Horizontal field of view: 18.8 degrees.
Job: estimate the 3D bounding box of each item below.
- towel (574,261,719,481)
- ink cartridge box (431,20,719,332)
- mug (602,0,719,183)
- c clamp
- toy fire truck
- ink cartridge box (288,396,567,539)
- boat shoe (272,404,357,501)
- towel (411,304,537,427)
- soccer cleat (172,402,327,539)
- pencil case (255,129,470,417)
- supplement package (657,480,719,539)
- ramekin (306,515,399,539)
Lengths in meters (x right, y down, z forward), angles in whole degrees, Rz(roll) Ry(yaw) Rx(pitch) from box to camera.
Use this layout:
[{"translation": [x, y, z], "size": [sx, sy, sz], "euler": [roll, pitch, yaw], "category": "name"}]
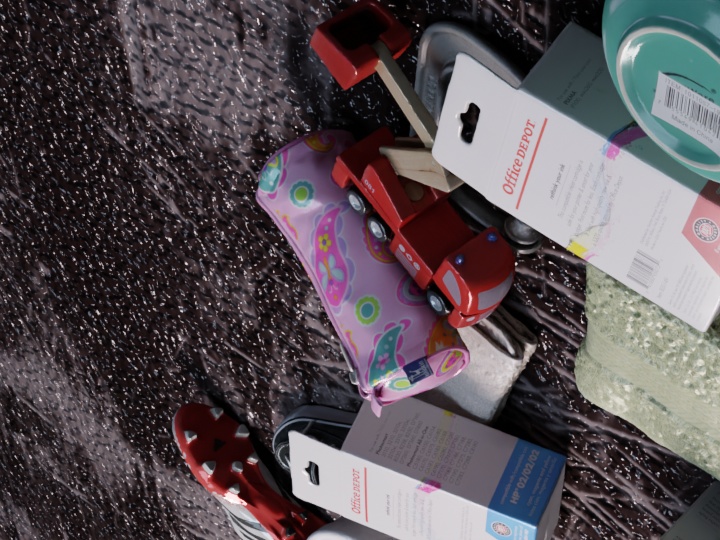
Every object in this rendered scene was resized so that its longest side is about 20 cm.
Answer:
[{"translation": [0.222, 0.076, 1.406], "size": [0.200, 0.036, 0.149], "euler": [34, 148, 26], "category": "towel"}, {"translation": [0.146, -0.065, 1.280], "size": [0.200, 0.068, 0.117], "euler": [32, 149, 11], "category": "ink cartridge box"}, {"translation": [0.207, -0.119, 1.101], "size": [0.152, 0.114, 0.185], "euler": [56, 152, -12], "category": "mug"}, {"translation": [0.094, -0.078, 1.411], "size": [0.171, 0.027, 0.200], "euler": [41, 151, 17], "category": "c clamp"}, {"translation": [0.037, -0.068, 1.440], "size": [0.200, 0.049, 0.141], "euler": [52, 156, 12], "category": "toy fire truck"}, {"translation": [0.050, 0.157, 1.651], "size": [0.199, 0.068, 0.115], "euler": [20, 150, 12], "category": "ink cartridge box"}, {"translation": [-0.027, 0.164, 1.840], "size": [0.199, 0.068, 0.074], "euler": [2, 127, 55], "category": "boat shoe"}, {"translation": [0.057, 0.062, 1.630], "size": [0.132, 0.034, 0.200], "euler": [43, 152, 14], "category": "towel"}, {"translation": [-0.106, 0.207, 2.013], "size": [0.200, 0.069, 0.085], "euler": [45, 148, 0], "category": "soccer cleat"}, {"translation": [0.000, 0.000, 1.529], "size": [0.200, 0.087, 0.087], "euler": [62, 156, 17], "category": "pencil case"}, {"translation": [0.275, 0.275, 1.493], "size": [0.200, 0.111, 0.156], "euler": [39, 150, 21], "category": "supplement package"}, {"translation": [0.056, 0.267, 1.816], "size": [0.200, 0.098, 0.201], "euler": [36, 150, 24], "category": "ramekin"}]
